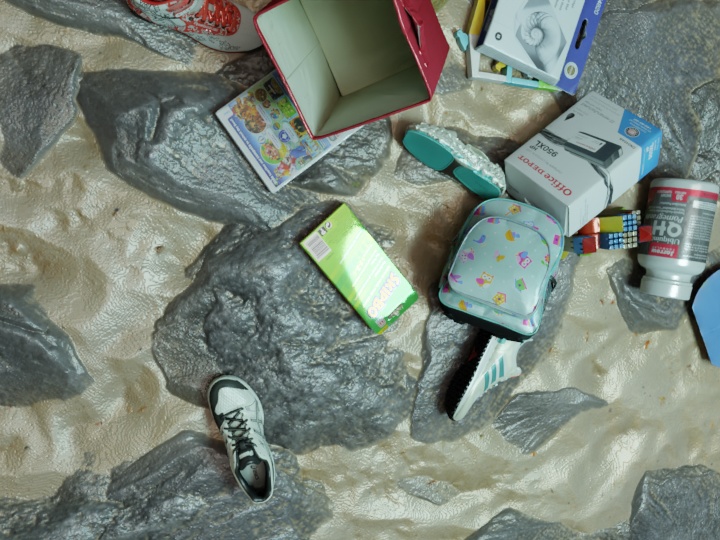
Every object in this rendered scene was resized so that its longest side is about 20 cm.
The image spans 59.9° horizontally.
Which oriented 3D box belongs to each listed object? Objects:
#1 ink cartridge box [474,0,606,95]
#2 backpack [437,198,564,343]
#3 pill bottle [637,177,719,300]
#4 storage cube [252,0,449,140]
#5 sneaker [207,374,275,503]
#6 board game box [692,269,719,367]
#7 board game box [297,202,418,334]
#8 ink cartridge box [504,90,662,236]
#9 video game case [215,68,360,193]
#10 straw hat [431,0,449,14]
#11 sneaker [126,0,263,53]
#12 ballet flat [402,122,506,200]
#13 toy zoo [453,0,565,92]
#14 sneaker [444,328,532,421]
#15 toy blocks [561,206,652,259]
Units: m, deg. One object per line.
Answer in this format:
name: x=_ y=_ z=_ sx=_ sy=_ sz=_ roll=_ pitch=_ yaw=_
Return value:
ink cartridge box: x=0.303 y=-0.410 z=0.995 sx=0.198 sy=0.041 sz=0.202 roll=17 pitch=92 yaw=-17
backpack: x=0.223 y=-0.011 z=0.976 sx=0.174 sy=0.154 sz=0.202 roll=19 pitch=74 yaw=14
pill bottle: x=0.551 y=-0.055 z=1.094 sx=0.109 sy=0.111 sz=0.203 roll=7 pitch=95 yaw=-16
storage cube: x=-0.003 y=-0.305 z=0.805 sx=0.198 sy=0.181 sz=0.172 roll=-12 pitch=124 yaw=26
sneaker: x=-0.172 y=0.255 z=0.945 sx=0.075 sy=0.088 sz=0.202 roll=-22 pitch=101 yaw=-10
board game box: x=0.707 y=0.088 z=1.196 sx=0.157 sy=0.039 sz=0.202 roll=-25 pitch=98 yaw=-6
board game box: x=0.000 y=0.000 z=0.992 sx=0.095 sy=0.030 sz=0.200 roll=-41 pitch=103 yaw=-6
ink cartridge box: x=0.352 y=-0.172 z=0.999 sx=0.199 sy=0.145 sz=0.084 roll=-38 pitch=144 yaw=-8
video game case: x=-0.096 y=-0.233 z=0.940 sx=0.199 sy=0.018 sz=0.144 roll=-38 pitch=106 yaw=-8
straw hat: x=0.046 y=-0.455 z=0.917 sx=0.198 sy=0.085 sz=0.204 roll=-2 pitch=98 yaw=-16
sneaker: x=-0.217 y=-0.351 z=0.844 sx=0.199 sy=0.108 sz=0.068 roll=13 pitch=94 yaw=-17
ballet flat: x=0.152 y=-0.183 z=1.000 sx=0.199 sy=0.072 sz=0.072 roll=32 pitch=88 yaw=-19
toy zoo: x=0.246 y=-0.371 z=1.016 sx=0.197 sy=0.020 sz=0.133 roll=4 pitch=95 yaw=-16
sneaker: x=0.221 y=0.174 z=1.052 sx=0.093 sy=0.070 sz=0.201 roll=29 pitch=86 yaw=-11
toy blocks: x=0.399 y=-0.066 z=1.037 sx=0.197 sy=0.137 sz=0.101 roll=-8 pitch=99 yaw=-15
